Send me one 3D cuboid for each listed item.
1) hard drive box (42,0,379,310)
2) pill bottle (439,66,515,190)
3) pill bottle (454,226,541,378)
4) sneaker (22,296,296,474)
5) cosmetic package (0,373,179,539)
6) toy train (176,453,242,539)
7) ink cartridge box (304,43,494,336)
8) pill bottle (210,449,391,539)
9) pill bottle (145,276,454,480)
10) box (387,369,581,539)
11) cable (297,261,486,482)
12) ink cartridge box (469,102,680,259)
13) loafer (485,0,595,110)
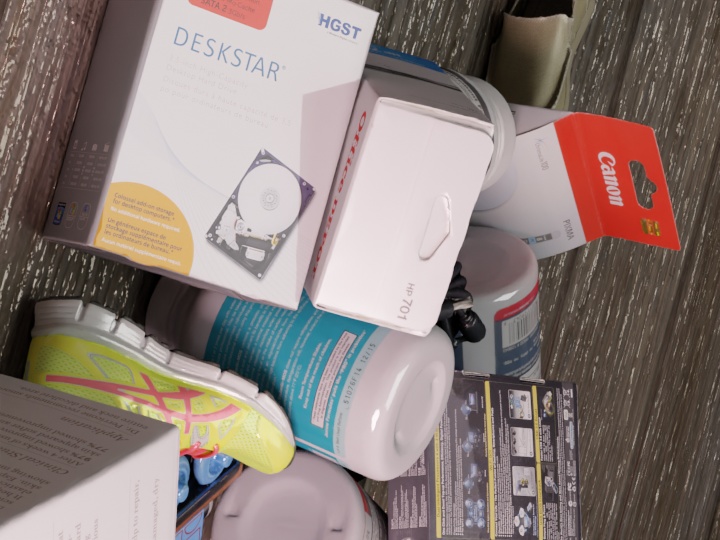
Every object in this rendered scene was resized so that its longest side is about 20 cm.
[{"bbox_3d":[-0.094,-0.093,1.515,0.155,0.077,0.201,17,85,-30],"label":"hard drive box"},{"bbox_3d":[0.034,-0.097,1.802,0.200,0.113,0.114,-10,111,-62],"label":"pill bottle"},{"bbox_3d":[0.090,0.076,1.989,0.120,0.119,0.201,-45,140,-47],"label":"pill bottle"},{"bbox_3d":[-0.134,0.095,1.530,0.199,0.078,0.091,27,67,-22],"label":"sneaker"},{"bbox_3d":[-0.225,0.172,1.358,0.200,0.167,0.167,-26,126,-56],"label":"cosmetic package"},{"bbox_3d":[-0.154,0.162,1.595,0.200,0.086,0.115,-40,146,-53],"label":"toy train"},{"bbox_3d":[0.012,-0.060,1.591,0.200,0.085,0.147,-118,-135,-72],"label":"ink cartridge box"},{"bbox_3d":[-0.021,0.215,1.724,0.114,0.113,0.200,-67,152,-17],"label":"pill bottle"},{"bbox_3d":[-0.045,0.056,1.613,0.111,0.199,0.111,-47,150,-39],"label":"pill bottle"},{"bbox_3d":[0.091,0.175,1.713,0.161,0.049,0.201,7,78,-44],"label":"box"},{"bbox_3d":[0.013,0.081,1.735,0.200,0.051,0.163,-41,159,-14],"label":"cable"},{"bbox_3d":[0.150,-0.065,1.946,0.047,0.199,0.160,-63,151,-30],"label":"ink cartridge box"},{"bbox_3d":[0.144,-0.186,2.030,0.068,0.075,0.201,62,39,-52],"label":"loafer"}]
